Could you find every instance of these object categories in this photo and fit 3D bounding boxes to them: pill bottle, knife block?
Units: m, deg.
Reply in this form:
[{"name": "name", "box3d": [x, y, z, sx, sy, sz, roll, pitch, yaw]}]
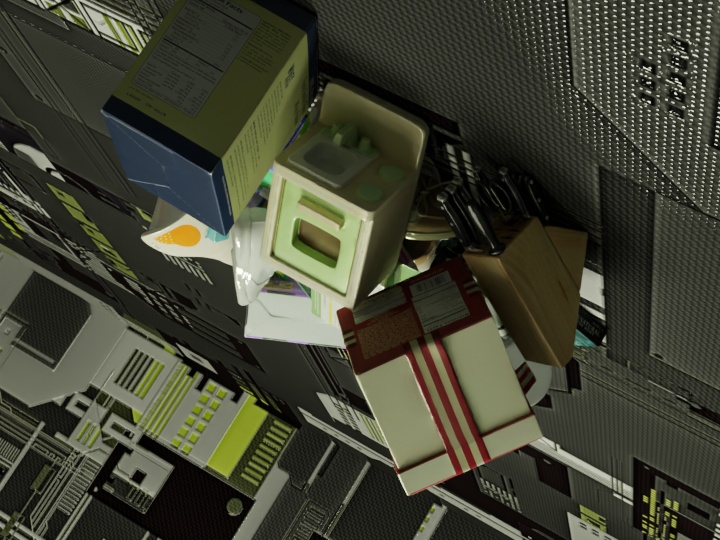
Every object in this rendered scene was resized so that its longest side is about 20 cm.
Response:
[{"name": "pill bottle", "box3d": [0.174, 0.122, 1.938, 0.114, 0.115, 0.200, 37, 173, -19]}, {"name": "knife block", "box3d": [0.152, -0.005, 1.528, 0.174, 0.202, 0.064, 6, -178, -34]}]

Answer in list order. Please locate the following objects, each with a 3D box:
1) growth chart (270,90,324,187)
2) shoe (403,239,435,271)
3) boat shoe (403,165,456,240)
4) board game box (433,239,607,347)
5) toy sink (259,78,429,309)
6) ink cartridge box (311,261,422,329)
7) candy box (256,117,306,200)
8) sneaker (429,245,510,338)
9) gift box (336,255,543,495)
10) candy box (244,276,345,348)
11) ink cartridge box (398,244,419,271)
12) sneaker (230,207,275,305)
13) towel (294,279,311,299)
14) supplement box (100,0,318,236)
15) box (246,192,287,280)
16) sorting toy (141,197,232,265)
[{"name": "growth chart", "box3d": [-0.067, -0.111, 1.698, 0.018, 0.146, 0.200, 26, 167, 9]}, {"name": "shoe", "box3d": [0.025, -0.022, 1.920, 0.199, 0.070, 0.054, 15, 149, 44]}, {"name": "boat shoe", "box3d": [0.036, -0.088, 1.648, 0.198, 0.074, 0.063, 12, 136, 14]}, {"name": "board game box", "box3d": [0.197, 0.027, 1.806, 0.200, 0.028, 0.135, 38, 165, -22]}, {"name": "toy sink", "box3d": [-0.021, -0.081, 1.572, 0.130, 0.112, 0.201, 28, 132, 16]}, {"name": "ink cartridge box", "box3d": [0.035, 0.042, 1.714, 0.199, 0.048, 0.146, 29, 150, 16]}, {"name": "candy box", "box3d": [-0.163, -0.183, 1.784, 0.199, 0.077, 0.169, 35, 166, -4]}, {"name": "sneaker", "box3d": [0.136, 0.021, 1.703, 0.115, 0.076, 0.200, 31, 168, -6]}, {"name": "gift box", "box3d": [0.091, 0.112, 1.593, 0.200, 0.183, 0.188, -99, -14, -65]}, {"name": "candy box", "box3d": [-0.073, 0.045, 2.075, 0.166, 0.072, 0.200, 6, -167, -1]}, {"name": "ink cartridge box", "box3d": [0.000, 0.000, 1.799, 0.199, 0.042, 0.120, 16, 148, 49]}, {"name": "sneaker", "box3d": [-0.122, -0.016, 1.867, 0.088, 0.076, 0.200, -7, 154, -9]}, {"name": "towel", "box3d": [-0.019, 0.014, 1.958, 0.199, 0.023, 0.153, 4, -140, -54]}, {"name": "supplement box", "box3d": [-0.151, -0.178, 1.529, 0.134, 0.201, 0.200, 30, 165, 7]}, {"name": "box", "box3d": [-0.110, -0.069, 1.962, 0.048, 0.118, 0.200, 27, 165, 23]}, {"name": "sorting toy", "box3d": [-0.185, -0.097, 1.958, 0.106, 0.202, 0.180, 0, 155, 30]}]
